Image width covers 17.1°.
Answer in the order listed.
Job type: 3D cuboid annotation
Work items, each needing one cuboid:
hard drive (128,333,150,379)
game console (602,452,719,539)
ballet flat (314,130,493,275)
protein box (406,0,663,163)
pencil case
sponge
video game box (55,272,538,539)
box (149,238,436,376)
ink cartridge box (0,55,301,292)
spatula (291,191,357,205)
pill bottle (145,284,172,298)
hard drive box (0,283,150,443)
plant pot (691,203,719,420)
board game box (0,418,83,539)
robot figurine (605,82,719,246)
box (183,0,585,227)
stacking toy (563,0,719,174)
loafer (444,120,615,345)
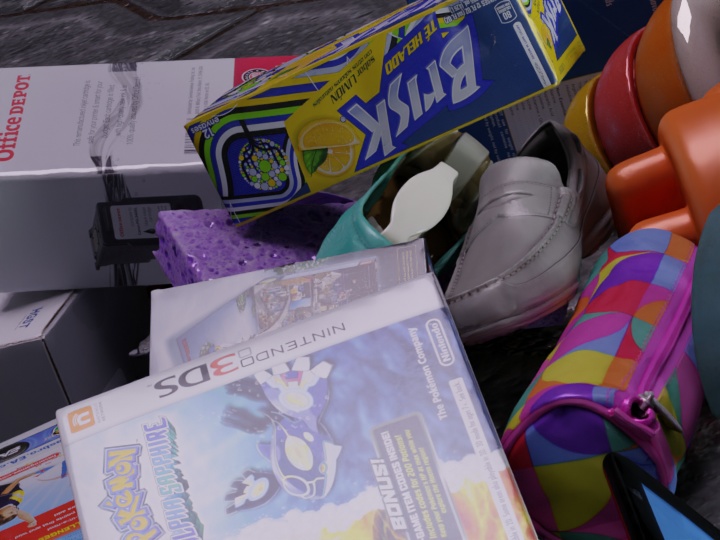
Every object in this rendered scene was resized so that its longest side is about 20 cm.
[{"bbox_3d":[-0.020,0.026,1.392,0.199,0.038,0.140,-3,25,39],"label":"hard drive"},{"bbox_3d":[0.189,0.118,0.789,0.172,0.119,0.200,-19,19,3],"label":"game console"},{"bbox_3d":[0.037,-0.033,1.238,0.070,0.067,0.200,-46,4,33],"label":"ballet flat"},{"bbox_3d":[0.148,-0.166,1.505,0.199,0.199,0.135,-13,20,17],"label":"protein box"},{"bbox_3d":[0.123,0.052,1.099,0.088,0.089,0.200,-12,20,22],"label":"pencil case"},{"bbox_3d":[0.000,0.000,1.279,0.199,0.030,0.112,-4,30,-23],"label":"sponge"},{"bbox_3d":[-0.023,0.110,0.998,0.181,0.047,0.201,-22,48,1],"label":"video game box"},{"bbox_3d":[-0.027,0.082,1.080,0.136,0.038,0.201,-10,48,8],"label":"box"},{"bbox_3d":[-0.128,-0.060,1.442,0.199,0.084,0.145,-3,31,0],"label":"ink cartridge box"},{"bbox_3d":[0.046,-0.033,1.387,0.199,0.021,0.056,0,-7,-30],"label":"spatula"},{"bbox_3d":[-0.134,-0.040,1.574,0.199,0.113,0.112,-25,19,-15],"label":"pill bottle"},{"bbox_3d":[-0.242,0.060,1.458,0.199,0.077,0.156,-14,20,19],"label":"hard drive box"},{"bbox_3d":[0.250,0.013,0.939,0.196,0.201,0.200,-12,18,48],"label":"plant pot"},{"bbox_3d":[-0.088,0.108,1.199,0.199,0.056,0.196,-23,19,-10],"label":"board game box"},{"bbox_3d":[0.227,-0.048,1.218,0.199,0.117,0.144,-18,17,4],"label":"robot figurine"},{"bbox_3d":[0.012,-0.095,1.247,0.199,0.065,0.070,-23,11,25],"label":"box"},{"bbox_3d":[0.166,-0.081,1.408,0.200,0.146,0.146,-26,11,37],"label":"stacking toy"},{"bbox_3d":[0.079,-0.020,1.201,0.070,0.070,0.200,-21,12,22],"label":"loafer"}]
